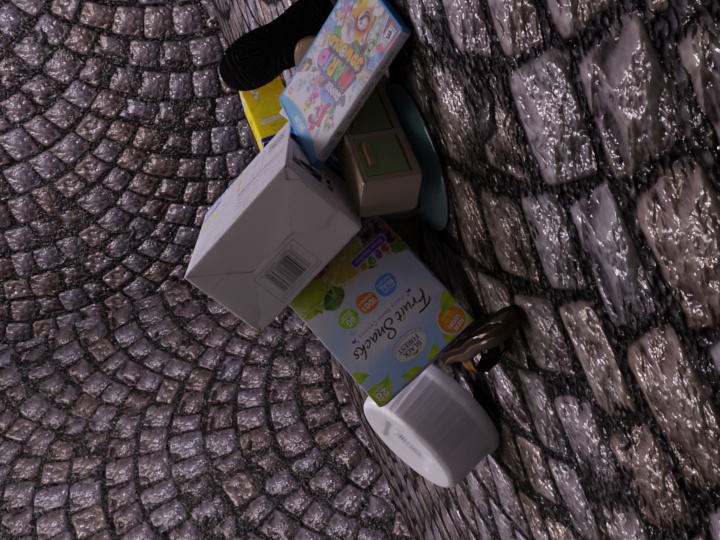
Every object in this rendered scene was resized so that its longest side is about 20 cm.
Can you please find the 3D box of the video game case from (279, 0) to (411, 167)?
[{"bbox_3d":[-0.026,-0.246,1.026,0.200,0.018,0.143,-53,45,29],"label":"video game case"}]

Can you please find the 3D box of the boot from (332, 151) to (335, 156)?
[{"bbox_3d":[-0.031,-0.146,1.366,0.200,0.064,0.187,104,-173,-71],"label":"boot"}]

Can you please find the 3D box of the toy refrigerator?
[{"bbox_3d":[0.008,-0.167,1.052,0.070,0.076,0.201,98,158,-53],"label":"toy refrigerator"}]

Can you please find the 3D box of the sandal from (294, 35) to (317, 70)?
[{"bbox_3d":[-0.041,-0.269,1.319,0.212,0.077,0.070,68,-179,-56],"label":"sandal"}]

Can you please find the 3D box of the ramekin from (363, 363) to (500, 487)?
[{"bbox_3d":[0.098,0.226,1.246,0.200,0.098,0.201,40,160,17],"label":"ramekin"}]

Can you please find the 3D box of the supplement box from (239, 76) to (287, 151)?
[{"bbox_3d":[-0.216,-0.371,2.086,0.109,0.109,0.201,85,163,-61],"label":"supplement box"}]

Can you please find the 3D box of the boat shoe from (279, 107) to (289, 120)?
[{"bbox_3d":[-0.026,-0.195,1.151,0.201,0.061,0.072,35,-177,28],"label":"boat shoe"}]

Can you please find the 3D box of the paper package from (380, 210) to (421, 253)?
[{"bbox_3d":[0.000,0.000,1.261,0.200,0.103,0.192,175,103,-73],"label":"paper package"}]

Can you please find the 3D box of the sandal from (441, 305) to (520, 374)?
[{"bbox_3d":[0.150,0.088,0.995,0.055,0.082,0.200,47,163,2],"label":"sandal"}]

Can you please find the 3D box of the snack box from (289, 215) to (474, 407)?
[{"bbox_3d":[0.024,0.049,1.109,0.200,0.169,0.068,47,-177,9],"label":"snack box"}]

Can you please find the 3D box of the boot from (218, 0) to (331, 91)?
[{"bbox_3d":[-0.140,-0.351,1.346,0.080,0.211,0.158,56,170,-13],"label":"boot"}]

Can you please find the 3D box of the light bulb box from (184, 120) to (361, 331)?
[{"bbox_3d":[-0.110,-0.064,1.097,0.125,0.198,0.200,39,-162,-18],"label":"light bulb box"}]

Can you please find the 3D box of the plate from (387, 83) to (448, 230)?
[{"bbox_3d":[0.064,-0.144,1.104,0.200,0.025,0.201,160,90,-81],"label":"plate"}]
